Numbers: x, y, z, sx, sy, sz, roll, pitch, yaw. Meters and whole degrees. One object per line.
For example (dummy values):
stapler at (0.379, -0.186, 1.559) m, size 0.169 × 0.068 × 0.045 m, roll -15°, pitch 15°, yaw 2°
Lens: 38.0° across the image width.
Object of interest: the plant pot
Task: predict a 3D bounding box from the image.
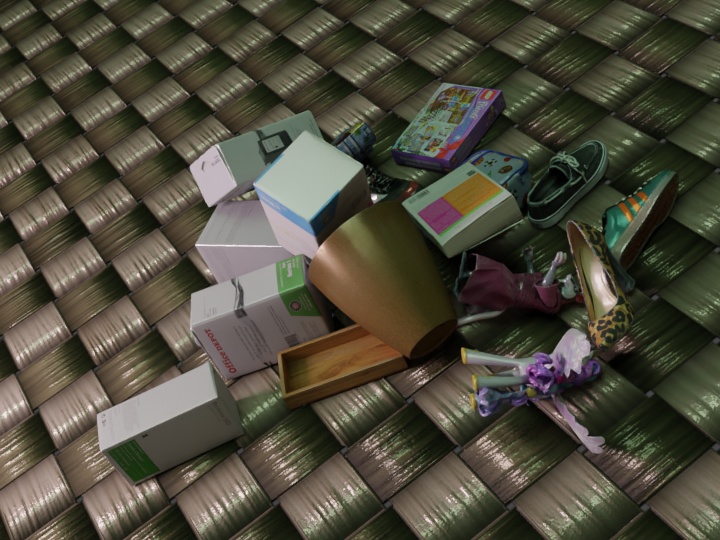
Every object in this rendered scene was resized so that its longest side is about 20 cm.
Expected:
plant pot at (0.053, 0.029, 1.591) m, size 0.186 × 0.187 × 0.200 m, roll -36°, pitch 68°, yaw -11°

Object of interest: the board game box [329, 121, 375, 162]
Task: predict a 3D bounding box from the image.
board game box at (-0.065, -0.179, 1.920) m, size 0.200 × 0.062 × 0.200 m, roll -43°, pitch 9°, yaw -5°

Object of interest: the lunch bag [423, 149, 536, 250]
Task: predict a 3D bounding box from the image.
lunch bag at (0.187, -0.121, 1.774) m, size 0.200 × 0.076 × 0.160 m, roll -39°, pitch 34°, yaw -16°

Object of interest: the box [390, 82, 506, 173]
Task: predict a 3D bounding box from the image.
box at (0.165, -0.269, 1.965) m, size 0.136 × 0.039 × 0.200 m, roll 16°, pitch 56°, yaw 38°

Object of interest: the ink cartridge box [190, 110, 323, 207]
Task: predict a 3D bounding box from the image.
ink cartridge box at (-0.181, -0.195, 1.848) m, size 0.199 × 0.084 × 0.145 m, roll -26°, pitch 1°, yaw -30°

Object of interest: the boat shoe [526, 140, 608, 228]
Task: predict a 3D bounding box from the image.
boat shoe at (0.342, -0.160, 1.746) m, size 0.199 × 0.068 × 0.073 m, roll -43°, pitch 45°, yaw -18°

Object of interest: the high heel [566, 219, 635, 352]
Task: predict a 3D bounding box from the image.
high heel at (0.327, 0.020, 1.494) m, size 0.071 × 0.143 × 0.200 m, roll -34°, pitch 15°, yaw 35°

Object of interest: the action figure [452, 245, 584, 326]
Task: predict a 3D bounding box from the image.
action figure at (0.242, 0.034, 1.578) m, size 0.199 × 0.134 × 0.150 m, roll 12°, pitch 91°, yaw 3°

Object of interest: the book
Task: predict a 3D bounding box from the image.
book at (0.154, -0.099, 1.651) m, size 0.133 × 0.048 × 0.200 m, roll -31°, pitch 27°, yaw -2°

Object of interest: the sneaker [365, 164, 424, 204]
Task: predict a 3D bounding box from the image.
sneaker at (0.031, -0.137, 1.814) m, size 0.071 × 0.098 × 0.200 m, roll -48°, pitch 23°, yaw -25°

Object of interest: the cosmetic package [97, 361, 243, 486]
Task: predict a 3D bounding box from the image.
cosmetic package at (-0.297, 0.239, 1.636) m, size 0.199 × 0.108 × 0.085 m, roll -25°, pitch 42°, yaw 3°

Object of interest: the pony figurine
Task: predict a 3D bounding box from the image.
pony figurine at (0.249, 0.149, 1.427) m, size 0.199 × 0.167 × 0.193 m, roll -5°, pitch 17°, yaw -1°

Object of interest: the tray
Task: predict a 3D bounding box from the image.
tray at (-0.030, 0.142, 1.653) m, size 0.199 × 0.037 × 0.099 m, roll -21°, pitch 42°, yaw 8°

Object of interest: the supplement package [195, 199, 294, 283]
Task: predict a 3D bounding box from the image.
supplement package at (-0.166, -0.046, 1.848) m, size 0.199 × 0.118 × 0.117 m, roll 2°, pitch 48°, yaw 28°

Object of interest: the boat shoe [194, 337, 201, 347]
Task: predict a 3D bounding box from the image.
boat shoe at (-0.194, 0.068, 1.789) m, size 0.199 × 0.072 × 0.066 m, roll -26°, pitch 46°, yaw 12°

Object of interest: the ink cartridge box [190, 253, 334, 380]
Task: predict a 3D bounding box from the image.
ink cartridge box at (-0.159, 0.078, 1.699) m, size 0.199 × 0.146 × 0.085 m, roll -19°, pitch 41°, yaw 7°

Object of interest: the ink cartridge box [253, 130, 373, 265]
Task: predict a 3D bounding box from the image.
ink cartridge box at (-0.065, -0.094, 1.662) m, size 0.125 × 0.200 × 0.129 m, roll 34°, pitch 70°, yaw 25°

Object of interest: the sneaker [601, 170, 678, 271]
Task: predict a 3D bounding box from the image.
sneaker at (0.422, -0.089, 1.633) m, size 0.080 × 0.072 × 0.200 m, roll 24°, pitch 63°, yaw 36°
